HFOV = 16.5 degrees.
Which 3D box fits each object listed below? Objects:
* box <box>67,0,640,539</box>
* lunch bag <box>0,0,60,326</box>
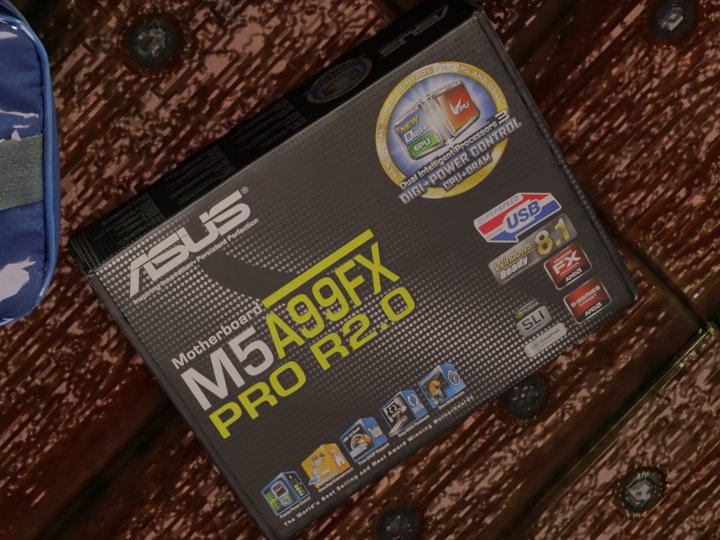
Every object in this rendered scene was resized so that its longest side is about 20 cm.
[{"bbox_3d":[0.000,0.000,1.067,0.200,0.044,0.160,-33,117,-4],"label":"box"},{"bbox_3d":[-0.214,-0.048,0.928,0.199,0.132,0.136,-7,112,-17],"label":"lunch bag"}]
